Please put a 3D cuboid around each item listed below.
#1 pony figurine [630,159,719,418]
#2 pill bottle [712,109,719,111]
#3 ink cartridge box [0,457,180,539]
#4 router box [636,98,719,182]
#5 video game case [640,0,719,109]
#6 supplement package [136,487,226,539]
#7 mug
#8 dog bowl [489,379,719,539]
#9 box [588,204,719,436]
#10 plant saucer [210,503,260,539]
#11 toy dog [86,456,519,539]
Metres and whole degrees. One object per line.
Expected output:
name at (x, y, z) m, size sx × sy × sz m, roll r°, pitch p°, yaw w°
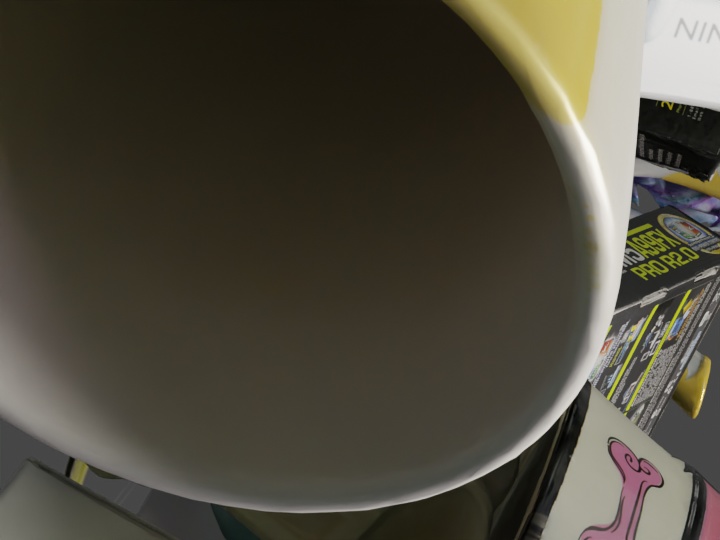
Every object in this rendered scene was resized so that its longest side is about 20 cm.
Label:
pony figurine at (0.078, -0.036, 1.213) m, size 0.167 × 0.200 × 0.193 m, roll 91°, pitch 15°, yaw -78°
pill bottle at (0.096, -0.114, 0.696) m, size 0.113 × 0.200 × 0.113 m, roll -48°, pitch -171°, yaw 11°
ink cartridge box at (-0.101, 0.197, 0.833) m, size 0.147 × 0.146 × 0.200 m, roll -54°, pitch 172°, yaw -50°
router box at (0.069, -0.081, 0.959) m, size 0.200 × 0.149 × 0.051 m, roll 1°, pitch 108°, yaw -84°
video game case at (0.129, -0.127, 0.592) m, size 0.023 × 0.182 × 0.200 m, roll 48°, pitch -54°, yaw 54°
supplement package at (-0.062, 0.173, 1.183) m, size 0.200 × 0.121 × 0.120 m, roll -62°, pitch 173°, yaw -3°
mug at (-0.002, -0.070, 0.481) m, size 0.187 × 0.149 × 0.153 m, roll -58°, pitch -174°, yaw 45°
dog bowl at (0.056, 0.138, 0.842) m, size 0.200 × 0.074 × 0.200 m, roll -63°, pitch 180°, yaw 0°
box at (0.075, 0.076, 1.099) m, size 0.160 × 0.044 × 0.200 m, roll -18°, pitch 137°, yaw -60°
plant saucer at (-0.007, 0.021, 1.056) m, size 0.200 × 0.036 × 0.200 m, roll -43°, pitch -157°, yaw 24°
toy dog at (0.000, 0.000, 0.895) m, size 0.194 × 0.139 × 0.200 m, roll -56°, pitch -170°, yaw 20°
